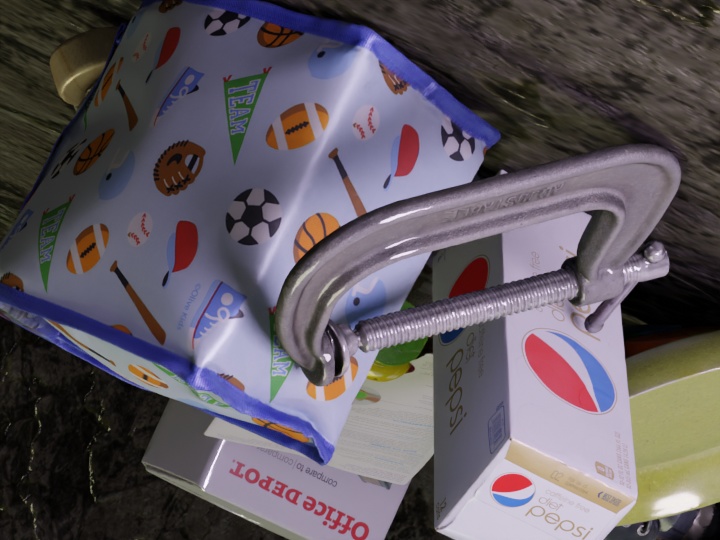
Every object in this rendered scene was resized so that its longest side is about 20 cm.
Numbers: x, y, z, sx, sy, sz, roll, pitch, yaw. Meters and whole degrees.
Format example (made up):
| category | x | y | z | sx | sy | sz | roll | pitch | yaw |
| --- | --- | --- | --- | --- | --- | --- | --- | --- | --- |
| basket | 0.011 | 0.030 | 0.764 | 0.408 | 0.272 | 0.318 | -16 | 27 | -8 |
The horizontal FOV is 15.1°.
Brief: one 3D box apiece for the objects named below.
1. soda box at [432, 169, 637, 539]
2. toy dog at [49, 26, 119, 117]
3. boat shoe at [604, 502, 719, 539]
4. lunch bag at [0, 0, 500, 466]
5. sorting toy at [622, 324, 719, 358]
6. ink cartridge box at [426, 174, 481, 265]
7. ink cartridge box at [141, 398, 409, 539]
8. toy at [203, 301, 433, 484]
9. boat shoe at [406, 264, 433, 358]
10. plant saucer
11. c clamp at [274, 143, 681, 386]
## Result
| category | x | y | z | sx | sy | sz | roll | pitch | yaw |
| --- | --- | --- | --- | --- | --- | --- | --- | --- | --- |
| soda box | 0.076 | 0.045 | 1.229 | 0.068 | 0.064 | 0.200 | 26 | -146 | -17 |
| toy dog | -0.099 | -0.061 | 1.429 | 0.096 | 0.132 | 0.200 | -14 | 179 | -1 |
| boat shoe | 0.160 | 0.125 | 1.524 | 0.066 | 0.075 | 0.199 | 11 | 164 | 37 |
| lunch bag | -0.065 | -0.028 | 1.185 | 0.200 | 0.170 | 0.124 | 18 | 166 | 44 |
| sorting toy | 0.118 | 0.054 | 1.475 | 0.185 | 0.037 | 0.200 | -9 | -173 | -17 |
| ink cartridge box | 0.042 | -0.023 | 1.421 | 0.119 | 0.042 | 0.200 | 21 | 171 | 30 |
| ink cartridge box | -0.024 | 0.066 | 1.693 | 0.146 | 0.200 | 0.084 | 28 | 173 | -32 |
| toy | -0.004 | 0.054 | 1.395 | 0.115 | 0.047 | 0.200 | 16 | 160 | -8 |
| boat shoe | -0.002 | 0.000 | 1.407 | 0.201 | 0.063 | 0.073 | 22 | 162 | -39 |
| plant saucer | 0.162 | 0.074 | 1.345 | 0.200 | 0.031 | 0.200 | -13 | 155 | -6 |
| c clamp | 0.049 | 0.006 | 1.093 | 0.200 | 0.027 | 0.171 | -11 | 155 | -27 |
